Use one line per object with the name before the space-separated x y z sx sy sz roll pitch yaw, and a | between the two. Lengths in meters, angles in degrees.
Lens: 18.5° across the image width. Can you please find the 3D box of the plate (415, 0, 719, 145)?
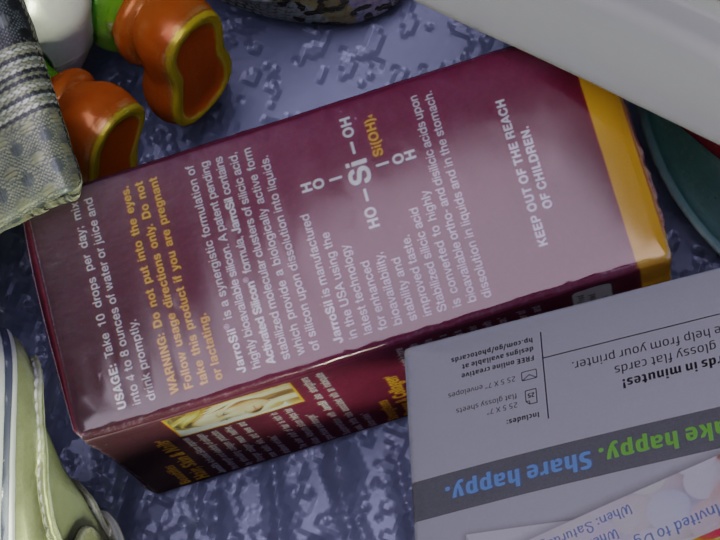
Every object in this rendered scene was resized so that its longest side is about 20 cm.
plate | 0.139 -0.119 0.713 0.199 0.032 0.200 29 54 30

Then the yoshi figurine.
yoshi figurine | -0.151 -0.093 0.807 0.199 0.112 0.112 32 103 15

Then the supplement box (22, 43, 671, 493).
supplement box | 0.000 0.000 0.748 0.199 0.110 0.086 -17 73 4

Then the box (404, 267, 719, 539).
box | 0.093 0.094 0.603 0.155 0.041 0.201 -15 53 16

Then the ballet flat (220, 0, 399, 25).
ballet flat | -0.065 -0.138 0.769 0.200 0.072 0.072 31 81 -19

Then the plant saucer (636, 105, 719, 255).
plant saucer | 0.195 -0.071 0.775 0.198 0.036 0.202 -2 75 7

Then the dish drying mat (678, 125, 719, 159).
dish drying mat | 0.161 -0.054 0.749 0.200 0.018 0.077 41 86 15

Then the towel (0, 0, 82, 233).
towel | -0.198 -0.067 0.753 0.199 0.034 0.194 -28 77 22

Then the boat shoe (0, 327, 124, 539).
boat shoe | -0.105 0.105 0.727 0.062 0.072 0.201 -6 119 -10
